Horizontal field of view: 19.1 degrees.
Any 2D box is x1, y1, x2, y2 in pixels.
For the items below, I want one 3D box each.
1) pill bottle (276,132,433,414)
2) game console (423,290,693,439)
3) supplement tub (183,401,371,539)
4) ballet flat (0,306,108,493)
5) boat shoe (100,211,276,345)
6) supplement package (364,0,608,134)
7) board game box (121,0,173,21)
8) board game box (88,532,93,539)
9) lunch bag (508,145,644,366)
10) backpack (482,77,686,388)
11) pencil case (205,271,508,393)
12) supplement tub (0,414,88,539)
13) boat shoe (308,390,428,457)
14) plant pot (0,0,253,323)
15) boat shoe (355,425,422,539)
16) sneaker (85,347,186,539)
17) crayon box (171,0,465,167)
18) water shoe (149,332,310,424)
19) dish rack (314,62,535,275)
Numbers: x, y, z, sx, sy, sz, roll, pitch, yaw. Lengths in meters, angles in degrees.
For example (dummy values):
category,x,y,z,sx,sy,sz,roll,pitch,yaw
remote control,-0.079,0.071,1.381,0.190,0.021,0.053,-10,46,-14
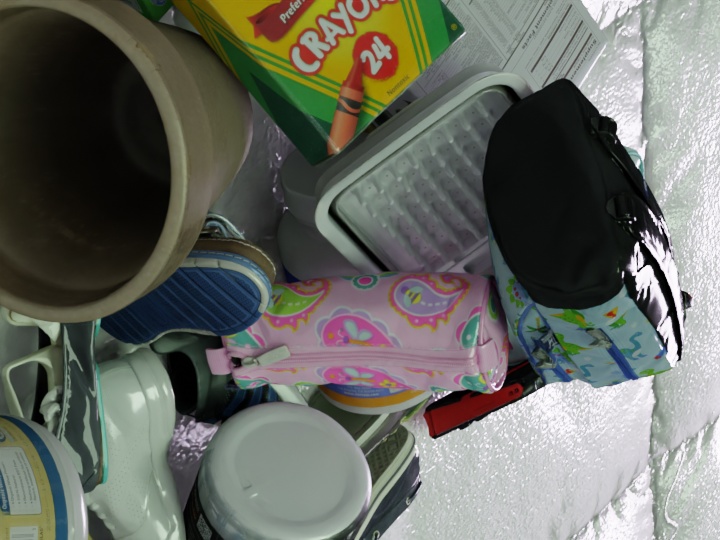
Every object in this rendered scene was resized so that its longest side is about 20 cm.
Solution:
category,x,y,z,sx,sy,sz,roll,pitch,yaw
pill bottle,0.000,0.000,1.594,0.112,0.112,0.200,-40,134,-30
game console,0.160,0.080,1.777,0.200,0.177,0.031,-26,91,-31
supplement tub,-0.071,0.195,1.555,0.122,0.123,0.200,-34,160,-35
ballet flat,-0.201,0.049,1.406,0.073,0.073,0.201,-3,94,-49
boat shoe,-0.113,-0.003,1.408,0.072,0.200,0.072,46,61,-24
supplement package,0.047,-0.175,1.526,0.151,0.152,0.200,-58,141,-10
board game box,-0.111,-0.282,1.377,0.200,0.040,0.153,-50,139,-20
board game box,-0.234,0.243,1.501,0.136,0.035,0.200,-46,138,-24
lunch bag,0.154,-0.027,1.789,0.200,0.077,0.161,-30,128,-37
backpack,0.152,-0.003,1.440,0.154,0.164,0.200,-28,145,24
pencil case,0.000,0.043,1.454,0.087,0.199,0.088,0,90,-75
supplement tub,-0.283,0.159,1.307,0.200,0.144,0.145,5,105,-46
boat shoe,0.019,0.098,1.696,0.201,0.072,0.061,-52,136,-22
plant pot,-0.152,-0.084,1.330,0.175,0.200,0.201,-26,128,-61
boat shoe,-0.015,0.209,1.713,0.200,0.074,0.062,-49,133,-30
sneaker,-0.176,0.151,1.509,0.088,0.075,0.201,-17,121,-25
crayon box,-0.045,-0.182,1.341,0.200,0.051,0.127,48,68,-9
water shoe,-0.101,0.082,1.559,0.079,0.071,0.200,-42,128,-14
dish rack,0.067,-0.055,1.478,0.171,0.044,0.200,-35,141,9
